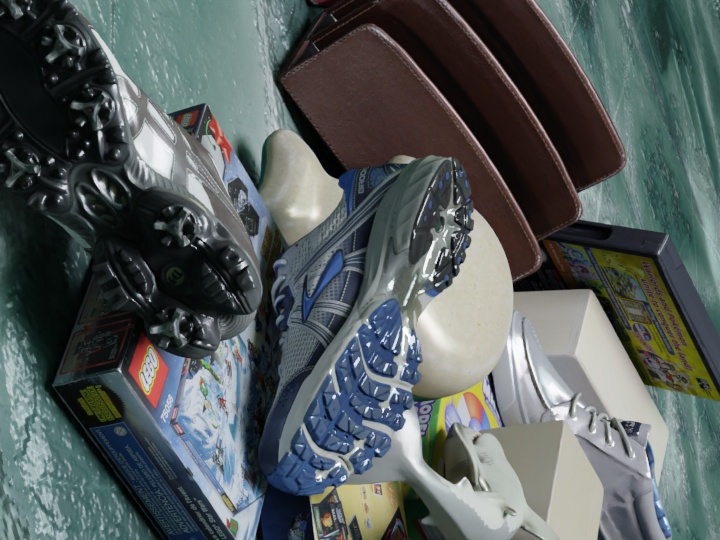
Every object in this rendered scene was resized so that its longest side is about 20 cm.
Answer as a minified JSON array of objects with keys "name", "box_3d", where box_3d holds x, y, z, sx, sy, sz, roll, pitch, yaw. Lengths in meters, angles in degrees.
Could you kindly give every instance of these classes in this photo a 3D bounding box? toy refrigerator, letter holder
[{"name":"toy refrigerator","box_3d":[0.095,0.196,1.081,0.076,0.070,0.201,57,34,-38]},{"name":"toy refrigerator","box_3d":[0.181,0.099,1.420,0.200,0.075,0.070,54,43,-42]},{"name":"letter holder","box_3d":[0.068,-0.099,1.141,0.200,0.142,0.101,53,30,-18]}]

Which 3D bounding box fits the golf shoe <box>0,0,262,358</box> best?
[{"name":"golf shoe","box_3d":[-0.116,-0.051,0.792,0.201,0.078,0.094,57,11,-4]}]

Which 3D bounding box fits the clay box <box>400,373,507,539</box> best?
[{"name":"clay box","box_3d":[0.058,0.114,1.177,0.201,0.047,0.115,-78,148,-46]}]

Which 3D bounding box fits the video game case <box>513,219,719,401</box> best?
[{"name":"video game case","box_3d":[0.195,0.026,1.403,0.026,0.180,0.200,-58,137,-24]}]

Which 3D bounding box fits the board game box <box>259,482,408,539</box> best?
[{"name":"board game box","box_3d":[-0.011,0.166,0.993,0.135,0.034,0.201,26,54,-63]}]

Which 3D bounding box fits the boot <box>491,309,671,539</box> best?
[{"name":"boot","box_3d":[0.159,0.112,1.239,0.074,0.095,0.201,-52,125,-65]}]

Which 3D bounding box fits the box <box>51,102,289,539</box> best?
[{"name":"box","box_3d":[-0.083,0.030,0.887,0.201,0.040,0.137,-78,148,-48]}]

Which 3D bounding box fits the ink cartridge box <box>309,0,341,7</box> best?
[{"name":"ink cartridge box","box_3d":[0.055,-0.240,1.249,0.200,0.147,0.086,-20,97,-70]}]

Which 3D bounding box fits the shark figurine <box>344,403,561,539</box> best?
[{"name":"shark figurine","box_3d":[0.045,0.143,0.994,0.128,0.089,0.214,54,11,19]}]

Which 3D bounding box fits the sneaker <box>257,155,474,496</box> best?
[{"name":"sneaker","box_3d":[-0.011,0.027,0.920,0.201,0.085,0.077,-63,142,-26]}]

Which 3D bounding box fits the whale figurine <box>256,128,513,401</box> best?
[{"name":"whale figurine","box_3d":[0.000,0.000,1.067,0.199,0.104,0.160,33,55,-28]}]
